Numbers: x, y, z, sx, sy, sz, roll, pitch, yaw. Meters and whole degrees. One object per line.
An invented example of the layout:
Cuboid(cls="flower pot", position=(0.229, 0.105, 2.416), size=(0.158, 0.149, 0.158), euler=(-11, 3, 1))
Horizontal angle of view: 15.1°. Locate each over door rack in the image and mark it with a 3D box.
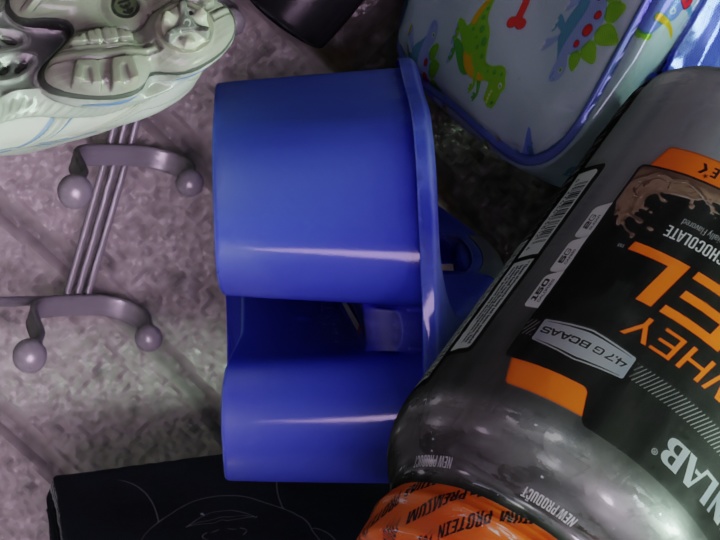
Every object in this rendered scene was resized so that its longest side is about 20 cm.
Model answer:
Cuboid(cls="over door rack", position=(-0.142, -0.041, 1.013), size=(0.200, 0.067, 0.148), euler=(5, 109, -36))

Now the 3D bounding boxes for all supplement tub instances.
Cuboid(cls="supplement tub", position=(0.091, 0.040, 0.882), size=(0.123, 0.122, 0.200), euler=(48, 62, -22))

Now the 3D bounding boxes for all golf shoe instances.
Cuboid(cls="golf shoe", position=(-0.143, -0.058, 0.924), size=(0.200, 0.097, 0.078), euler=(-10, 71, -15))

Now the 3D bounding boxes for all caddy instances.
Cuboid(cls="caddy", position=(0.000, 0.000, 0.990), size=(0.105, 0.200, 0.142), euler=(-1, 107, -2))

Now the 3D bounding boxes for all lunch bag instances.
Cuboid(cls="lunch bag", position=(0.105, -0.128, 1.008), size=(0.082, 0.161, 0.200), euler=(21, 102, -32))

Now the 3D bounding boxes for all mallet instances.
Cuboid(cls="mallet", position=(-0.028, -0.135, 0.978), size=(0.041, 0.200, 0.066), euler=(38, 89, 16))

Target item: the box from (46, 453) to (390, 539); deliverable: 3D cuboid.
Cuboid(cls="box", position=(-0.005, 0.155, 0.990), size=(0.200, 0.197, 0.124), euler=(-7, 111, -8))
